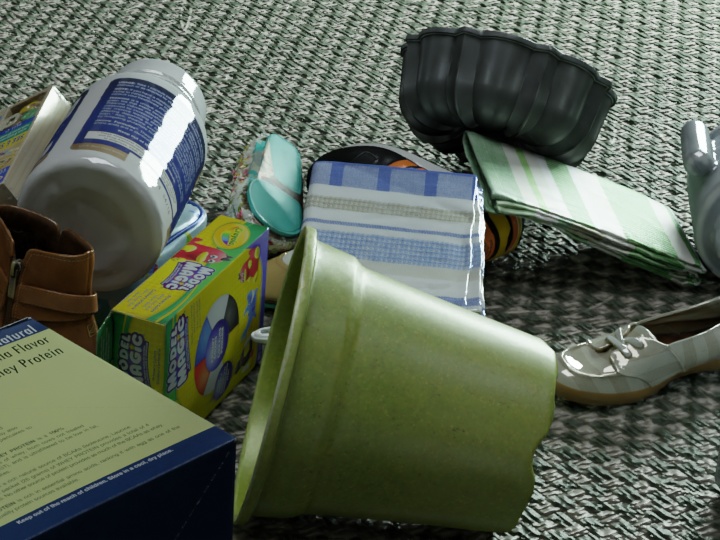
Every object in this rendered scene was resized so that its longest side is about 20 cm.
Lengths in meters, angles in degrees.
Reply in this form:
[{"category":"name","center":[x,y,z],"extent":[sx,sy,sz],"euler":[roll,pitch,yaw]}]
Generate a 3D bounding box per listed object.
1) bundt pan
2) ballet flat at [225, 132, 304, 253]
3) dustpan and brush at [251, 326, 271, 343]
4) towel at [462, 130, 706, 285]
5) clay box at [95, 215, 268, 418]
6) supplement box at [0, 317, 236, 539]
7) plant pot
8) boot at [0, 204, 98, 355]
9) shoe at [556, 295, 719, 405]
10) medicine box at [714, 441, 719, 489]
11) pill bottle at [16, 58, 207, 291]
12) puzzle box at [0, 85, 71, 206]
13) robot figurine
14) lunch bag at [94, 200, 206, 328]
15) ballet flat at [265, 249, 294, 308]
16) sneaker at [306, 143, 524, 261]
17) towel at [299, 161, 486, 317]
[{"category":"bundt pan","center":[0.124,-0.141,1.931],"extent":[0.201,0.076,0.202],"euler":[14,-14,3]},{"category":"ballet flat","center":[-0.083,-0.051,1.822],"extent":[0.076,0.064,0.200],"euler":[39,20,-12]},{"category":"dustpan and brush","center":[0.015,0.061,1.610],"extent":[0.199,0.058,0.140],"euler":[-5,28,-16]},{"category":"towel","center":[0.186,-0.053,1.835],"extent":[0.199,0.024,0.153],"euler":[18,22,-13]},{"category":"clay box","center":[-0.127,0.053,1.547],"extent":[0.047,0.116,0.200],"euler":[14,29,17]},{"category":"supplement box","center":[-0.214,0.151,1.317],"extent":[0.199,0.135,0.199],"euler":[26,34,36]},{"category":"plant pot","center":[0.027,0.090,1.442],"extent":[0.183,0.201,0.201],"euler":[13,26,-6]},{"category":"boot","center":[-0.263,0.028,1.531],"extent":[0.199,0.156,0.077],"euler":[22,32,32]},{"category":"shoe","center":[0.226,0.055,1.659],"extent":[0.199,0.054,0.070],"euler":[-11,30,-27]},{"category":"medicine box","center":[0.350,0.080,1.463],"extent":[0.181,0.201,0.103],"euler":[-2,27,-10]},{"category":"pill bottle","center":[-0.177,-0.079,1.623],"extent":[0.110,0.112,0.200],"euler":[7,31,7]},{"category":"puzzle box","center":[-0.320,-0.061,1.659],"extent":[0.199,0.025,0.133],"euler":[-22,31,26]},{"category":"robot figurine","center":[0.334,-0.058,1.834],"extent":[0.169,0.113,0.200],"euler":[42,22,-16]},{"category":"lunch bag","center":[-0.226,-0.016,1.705],"extent":[0.199,0.083,0.161],"euler":[16,31,23]},{"category":"ballet flat","center":[0.000,0.000,1.726],"extent":[0.198,0.063,0.069],"euler":[5,20,2]},{"category":"sneaker","center":[0.034,-0.054,1.822],"extent":[0.199,0.070,0.090],"euler":[18,21,21]},{"category":"towel","center":[0.025,-0.021,1.682],"extent":[0.146,0.024,0.200],"euler":[6,34,-1]}]
